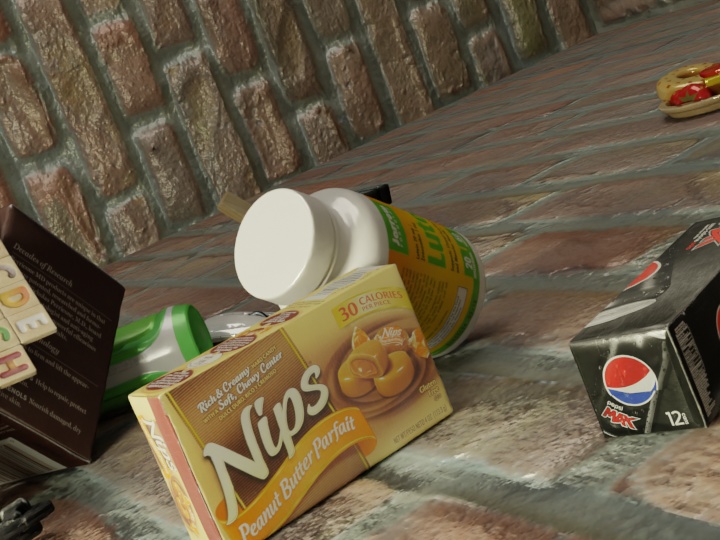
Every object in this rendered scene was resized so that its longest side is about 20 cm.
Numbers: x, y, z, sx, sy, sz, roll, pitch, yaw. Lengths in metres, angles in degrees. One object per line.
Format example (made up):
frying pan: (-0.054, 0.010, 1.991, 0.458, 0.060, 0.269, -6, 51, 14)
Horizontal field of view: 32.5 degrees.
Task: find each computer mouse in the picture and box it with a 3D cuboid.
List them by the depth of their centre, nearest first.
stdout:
computer mouse: (-0.123, 0.061, 1.362, 0.198, 0.044, 0.110, -20, 11, 13)

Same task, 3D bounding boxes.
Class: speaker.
speaker: (-0.258, 0.105, 1.315, 0.198, 0.089, 0.089, -22, 10, 7)

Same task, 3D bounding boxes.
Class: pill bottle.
pill bottle: (0.000, 0.000, 0.966, 0.110, 0.113, 0.199, -14, -21, 38)

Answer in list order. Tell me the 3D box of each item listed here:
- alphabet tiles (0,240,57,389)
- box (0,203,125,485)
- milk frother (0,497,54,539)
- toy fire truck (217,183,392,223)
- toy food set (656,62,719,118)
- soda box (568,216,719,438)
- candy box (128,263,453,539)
alphabet tiles: (-0.363, 0.038, 1.055, 0.166, 0.008, 0.200, -23, 54, -27)
box: (-0.353, 0.080, 1.187, 0.164, 0.164, 0.202, -18, 51, 29)
milk frother: (-0.366, 0.160, 0.946, 0.199, 0.190, 0.180, -30, 21, -20)
toy fire truck: (-0.067, -0.042, 1.419, 0.198, 0.130, 0.176, -12, 7, 16)
toy food set: (0.492, -0.259, 1.656, 0.196, 0.049, 0.200, -19, 10, 20)
soda box: (0.207, 0.027, 0.758, 0.070, 0.064, 0.199, -14, 13, 41)
candy box: (-0.041, 0.089, 0.826, 0.199, 0.117, 0.055, -29, 11, -31)
